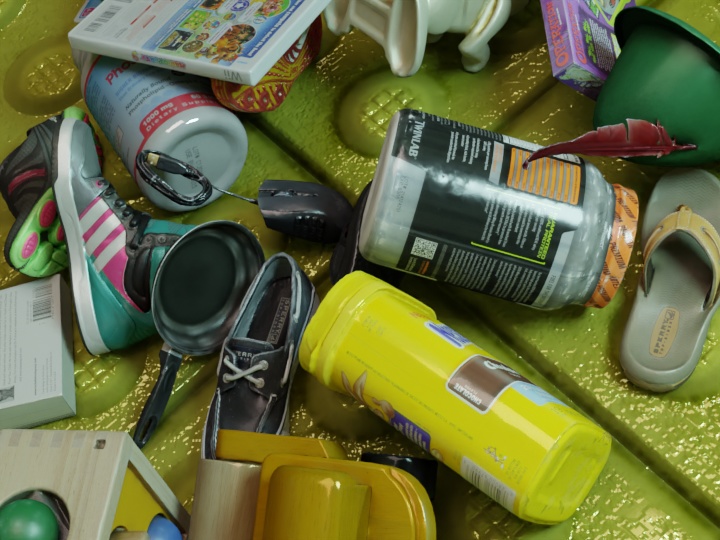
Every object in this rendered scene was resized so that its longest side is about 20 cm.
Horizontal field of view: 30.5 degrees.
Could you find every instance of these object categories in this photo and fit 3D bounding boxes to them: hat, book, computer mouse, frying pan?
[{"bbox_3d":[0.207,-0.091,1.033,0.176,0.200,0.165,-49,23,-5],"label":"hat"},{"bbox_3d":[-0.347,0.085,1.136,0.197,0.048,0.135,-15,51,4],"label":"book"},{"bbox_3d":[-0.094,-0.069,1.120,0.198,0.034,0.059,14,49,-14],"label":"computer mouse"},{"bbox_3d":[-0.134,0.049,1.093,0.031,0.114,0.193,25,110,44],"label":"frying pan"}]

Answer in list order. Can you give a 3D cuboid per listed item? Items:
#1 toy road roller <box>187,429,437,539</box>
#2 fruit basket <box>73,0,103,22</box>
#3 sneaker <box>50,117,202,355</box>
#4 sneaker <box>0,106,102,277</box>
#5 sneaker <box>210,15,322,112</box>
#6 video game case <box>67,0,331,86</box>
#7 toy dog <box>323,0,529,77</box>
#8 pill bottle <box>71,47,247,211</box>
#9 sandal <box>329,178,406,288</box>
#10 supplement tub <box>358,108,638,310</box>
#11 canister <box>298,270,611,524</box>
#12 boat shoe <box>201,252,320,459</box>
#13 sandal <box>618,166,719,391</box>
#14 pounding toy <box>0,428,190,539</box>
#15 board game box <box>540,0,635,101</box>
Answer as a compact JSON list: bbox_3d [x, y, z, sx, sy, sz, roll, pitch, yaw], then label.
[{"bbox_3d":[-0.044,0.176,0.908,0.197,0.146,0.125,3,80,22],"label":"toy road roller"},{"bbox_3d":[-0.177,-0.320,1.335,0.183,0.094,0.202,7,59,20],"label":"fruit basket"},{"bbox_3d":[-0.190,-0.037,1.119,0.119,0.084,0.203,-10,92,2],"label":"sneaker"},{"bbox_3d":[-0.292,-0.066,1.211,0.083,0.077,0.201,-12,41,15],"label":"sneaker"},{"bbox_3d":[-0.098,-0.195,1.219,0.076,0.074,0.200,5,26,17],"label":"sneaker"},{"bbox_3d":[-0.141,-0.226,1.170,0.198,0.018,0.144,15,49,27],"label":"video game case"},{"bbox_3d":[0.085,-0.279,1.190,0.198,0.196,0.139,-14,30,-37],"label":"toy dog"},{"bbox_3d":[-0.192,-0.156,1.216,0.108,0.109,0.200,-32,55,-8],"label":"pill bottle"},{"bbox_3d":[-0.001,0.000,1.086,0.048,0.075,0.202,-6,51,44],"label":"sandal"},{"bbox_3d":[0.106,-0.042,1.021,0.197,0.123,0.124,16,58,-3],"label":"supplement tub"},{"bbox_3d":[0.071,0.094,0.948,0.199,0.148,0.087,33,92,27],"label":"canister"},{"bbox_3d":[-0.083,0.079,1.051,0.071,0.068,0.202,9,60,21],"label":"boat shoe"},{"bbox_3d":[0.247,-0.003,1.025,0.079,0.054,0.202,10,60,21],"label":"sandal"},{"bbox_3d":[-0.187,0.217,0.903,0.140,0.201,0.186,0,56,14],"label":"pounding toy"},{"bbox_3d":[0.199,-0.234,1.147,0.032,0.119,0.202,-26,55,35],"label":"board game box"}]
